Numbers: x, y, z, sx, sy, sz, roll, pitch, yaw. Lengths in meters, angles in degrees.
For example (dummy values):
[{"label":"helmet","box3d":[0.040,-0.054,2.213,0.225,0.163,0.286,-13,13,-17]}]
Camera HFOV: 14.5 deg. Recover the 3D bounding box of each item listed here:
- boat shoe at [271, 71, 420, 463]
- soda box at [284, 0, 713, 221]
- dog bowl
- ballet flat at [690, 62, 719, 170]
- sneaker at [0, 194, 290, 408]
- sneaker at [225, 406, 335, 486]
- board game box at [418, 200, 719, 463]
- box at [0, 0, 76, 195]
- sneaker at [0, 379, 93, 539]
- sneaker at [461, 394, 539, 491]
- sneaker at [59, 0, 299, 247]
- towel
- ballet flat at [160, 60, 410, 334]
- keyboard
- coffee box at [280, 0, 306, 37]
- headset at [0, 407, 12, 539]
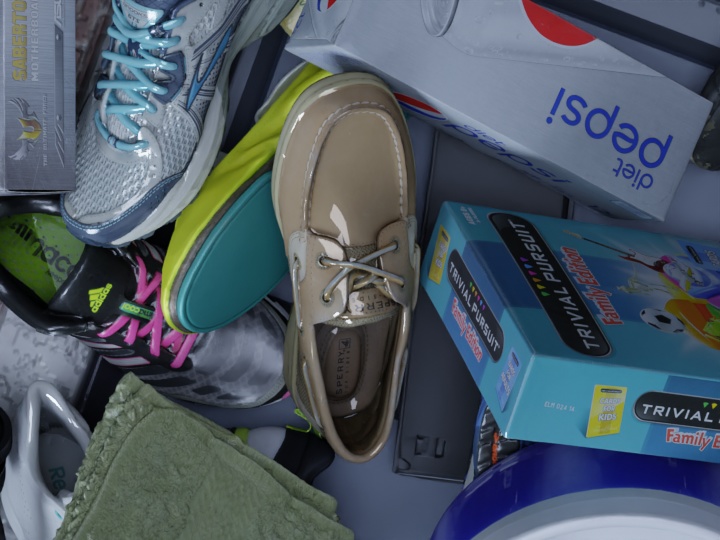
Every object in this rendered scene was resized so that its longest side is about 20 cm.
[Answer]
[{"label":"boat shoe","box3d":[0.000,0.000,1.355,0.071,0.065,0.201,-11,126,-14]},{"label":"soda box","box3d":[0.069,-0.095,1.373,0.200,0.063,0.068,27,83,-22]},{"label":"dog bowl","box3d":[0.124,0.177,1.351,0.199,0.079,0.201,2,120,3]},{"label":"ballet flat","box3d":[0.230,-0.133,1.419,0.200,0.057,0.066,-51,135,5]},{"label":"sneaker","box3d":[-0.121,0.014,1.414,0.199,0.087,0.074,29,94,1]},{"label":"sneaker","box3d":[-0.034,0.171,1.429,0.082,0.072,0.201,-6,93,1]},{"label":"board game box","box3d":[0.144,0.033,1.341,0.199,0.151,0.047,8,116,-20]},{"label":"box","box3d":[-0.207,-0.135,1.379,0.158,0.048,0.201,1,91,43]},{"label":"sneaker","box3d":[-0.125,0.143,1.379,0.075,0.089,0.200,-23,60,-21]},{"label":"sneaker","box3d":[0.082,0.119,1.411,0.075,0.079,0.201,12,120,-2]},{"label":"sneaker","box3d":[-0.099,-0.109,1.353,0.077,0.086,0.201,25,87,27]},{"label":"towel","box3d":[-0.087,0.161,1.333,0.148,0.036,0.200,34,54,-20]},{"label":"ballet flat","box3d":[-0.041,-0.052,1.406,0.067,0.067,0.200,30,73,41]},{"label":"keyboard","box3d":[0.041,0.008,1.443,0.127,0.021,0.201,7,93,-4]},{"label":"coffee box","box3d":[-0.049,-0.230,1.418,0.123,0.044,0.200,-37,92,4]},{"label":"headset","box3d":[-0.226,0.106,1.412,0.094,0.124,0.201,-9,63,-21]}]
